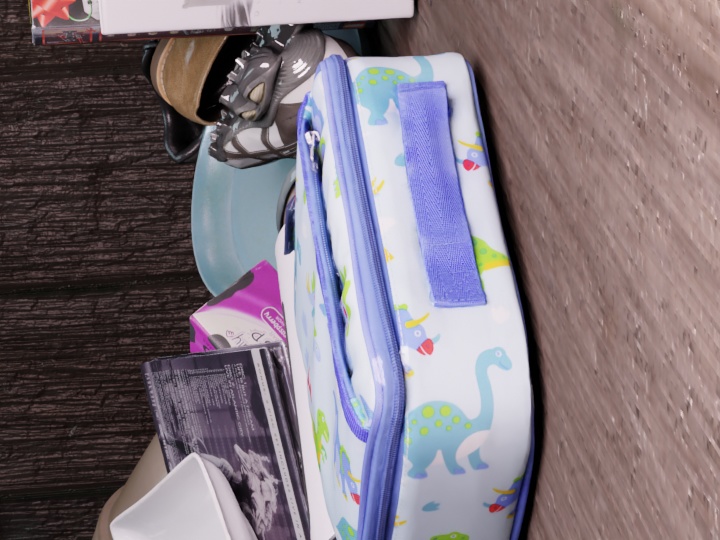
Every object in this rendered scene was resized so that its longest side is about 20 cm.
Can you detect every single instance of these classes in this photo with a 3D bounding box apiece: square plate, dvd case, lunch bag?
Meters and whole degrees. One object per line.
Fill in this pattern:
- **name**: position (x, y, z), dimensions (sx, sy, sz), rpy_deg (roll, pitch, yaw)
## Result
- **square plate**: position (-0.073, 0.211, 1.238), dimensions (0.199, 0.028, 0.200), rpy_deg (68, 155, 10)
- **dvd case**: position (-0.065, 0.116, 1.218), dimensions (0.200, 0.016, 0.150), rpy_deg (-11, 93, 66)
- **lunch bag**: position (0.019, 0.016, 0.926), dimensions (0.161, 0.082, 0.201), rpy_deg (98, 166, -51)

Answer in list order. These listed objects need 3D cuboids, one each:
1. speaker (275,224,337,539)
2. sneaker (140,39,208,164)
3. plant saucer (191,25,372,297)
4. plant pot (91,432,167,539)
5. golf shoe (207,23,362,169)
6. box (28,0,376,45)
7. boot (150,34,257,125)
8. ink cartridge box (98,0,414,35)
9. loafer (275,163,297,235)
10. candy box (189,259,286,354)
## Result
- **speaker**: position (0.007, 0.058, 1.066), dimensions (0.081, 0.081, 0.201), rpy_deg (93, 171, -48)
- **sneaker**: position (-0.099, -0.157, 1.436), dimensions (0.075, 0.079, 0.201), rpy_deg (25, 134, 38)
- **plant saucer**: position (-0.043, -0.073, 1.356), dimensions (0.200, 0.027, 0.201), rpy_deg (-34, 48, 49)
- **plant pot**: position (-0.072, 0.150, 1.505), dimensions (0.200, 0.199, 0.174), rpy_deg (-105, 29, -61)
- **golf shoe**: position (-0.030, -0.083, 1.241), dimensions (0.078, 0.094, 0.200), rpy_deg (-62, 2, -7)
- **box**: position (-0.093, -0.204, 1.273), dimensions (0.040, 0.199, 0.138), rpy_deg (130, 135, -79)
- **boot**: position (-0.056, -0.177, 1.329), dimensions (0.201, 0.073, 0.075), rpy_deg (-64, 26, 10)
- **ink cartridge box**: position (-0.078, -0.172, 1.144), dimensions (0.116, 0.199, 0.067), rpy_deg (-105, 13, -65)
- **loafer**: position (0.000, 0.000, 1.233), dimensions (0.063, 0.072, 0.200), rpy_deg (60, 169, 25)
- **candy box**: position (-0.037, 0.099, 1.305), dimensions (0.136, 0.061, 0.200), rpy_deg (46, 160, 18)
